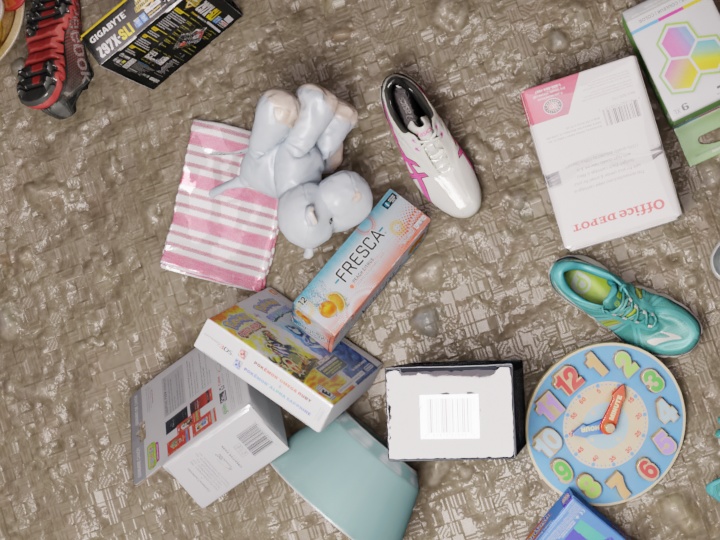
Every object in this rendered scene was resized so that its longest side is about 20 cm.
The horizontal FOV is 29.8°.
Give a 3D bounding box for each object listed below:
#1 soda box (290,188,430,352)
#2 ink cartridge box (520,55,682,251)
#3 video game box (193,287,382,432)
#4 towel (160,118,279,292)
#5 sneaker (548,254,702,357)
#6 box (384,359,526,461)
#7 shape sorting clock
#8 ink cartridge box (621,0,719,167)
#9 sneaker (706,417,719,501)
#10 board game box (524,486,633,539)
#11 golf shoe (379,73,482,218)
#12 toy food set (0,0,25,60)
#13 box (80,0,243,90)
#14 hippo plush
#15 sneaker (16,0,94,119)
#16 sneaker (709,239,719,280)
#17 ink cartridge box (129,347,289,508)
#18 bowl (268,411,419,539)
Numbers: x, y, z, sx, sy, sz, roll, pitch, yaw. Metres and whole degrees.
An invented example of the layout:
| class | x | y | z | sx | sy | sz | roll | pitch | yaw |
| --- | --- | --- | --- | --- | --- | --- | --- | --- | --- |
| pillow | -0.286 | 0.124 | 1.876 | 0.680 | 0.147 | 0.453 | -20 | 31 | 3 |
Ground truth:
| class | x | y | z | sx | sy | sz | roll | pitch | yaw |
| --- | --- | --- | --- | --- | --- | --- | --- | --- | --- |
| soda box | 0.000 | 0.000 | 1.653 | 0.068 | 0.064 | 0.200 | 37 | 68 | 9 |
| ink cartridge box | 0.289 | -0.136 | 1.632 | 0.145 | 0.083 | 0.203 | -16 | 85 | 10 |
| video game box | -0.082 | 0.102 | 1.635 | 0.181 | 0.200 | 0.047 | 31 | 108 | 10 |
| towel | -0.171 | -0.085 | 1.746 | 0.144 | 0.030 | 0.203 | 13 | 90 | 10 |
| sneaker | 0.313 | 0.045 | 1.623 | 0.198 | 0.080 | 0.078 | 26 | 93 | 10 |
| box | 0.116 | 0.162 | 1.595 | 0.146 | 0.200 | 0.109 | -3 | 87 | 10 |
| shape sorting clock | 0.294 | 0.185 | 1.620 | 0.197 | 0.039 | 0.203 | 0 | 97 | -3 |
| ink cartridge box | 0.401 | -0.238 | 1.626 | 0.103 | 0.059 | 0.202 | -24 | 84 | 9 |
| sneaker | 0.459 | 0.182 | 1.588 | 0.079 | 0.077 | 0.203 | 15 | 91 | 20 |
| board game box | 0.278 | 0.382 | 1.614 | 0.199 | 0.045 | 0.153 | 40 | 95 | -3 |
| golf shoe | 0.081 | -0.151 | 1.669 | 0.072 | 0.092 | 0.201 | -33 | 84 | 6 |
| toy food set | -0.539 | -0.359 | 1.817 | 0.195 | 0.049 | 0.203 | 10 | 90 | 11 |
| box | -0.242 | -0.303 | 1.681 | 0.159 | 0.200 | 0.050 | -40 | 83 | 8 |
| hippo plush | -0.070 | -0.116 | 1.626 | 0.198 | 0.160 | 0.162 | -21 | 57 | -14 |
| sneaker | -0.394 | -0.286 | 1.777 | 0.070 | 0.098 | 0.203 | -9 | 63 | 22 |
| sneaker | 0.501 | -0.047 | 1.568 | 0.199 | 0.121 | 0.084 | -31 | 83 | 9 |
| ink cartridge box | -0.189 | 0.183 | 1.651 | 0.175 | 0.201 | 0.084 | -35 | 118 | 9 |
| bowl | -0.007 | 0.245 | 1.623 | 0.200 | 0.201 | 0.105 | 39 | 88 | 10 |
